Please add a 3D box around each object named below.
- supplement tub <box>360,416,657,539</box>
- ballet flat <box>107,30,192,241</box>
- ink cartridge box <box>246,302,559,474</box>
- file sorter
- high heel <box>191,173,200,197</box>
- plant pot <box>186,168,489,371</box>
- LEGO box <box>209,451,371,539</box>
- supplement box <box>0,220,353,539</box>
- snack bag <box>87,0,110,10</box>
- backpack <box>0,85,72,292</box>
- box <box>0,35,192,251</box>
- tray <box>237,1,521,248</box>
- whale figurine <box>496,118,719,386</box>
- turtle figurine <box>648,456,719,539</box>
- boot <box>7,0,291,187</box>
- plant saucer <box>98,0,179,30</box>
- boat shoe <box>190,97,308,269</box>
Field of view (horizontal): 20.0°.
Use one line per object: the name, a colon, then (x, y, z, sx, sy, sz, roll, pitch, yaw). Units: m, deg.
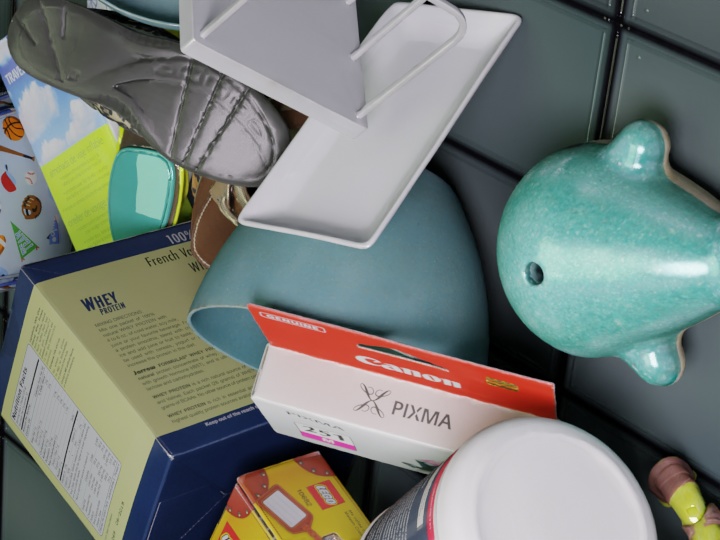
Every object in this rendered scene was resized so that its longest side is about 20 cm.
supplement tub: (0.075, 0.184, 1.222, 0.141, 0.140, 0.200, 63, 148, 14)
ballet flat: (-0.151, -0.103, 1.543, 0.066, 0.067, 0.202, 15, 116, 28)
ink cartridge box: (0.028, 0.087, 1.277, 0.198, 0.174, 0.044, 14, 76, 12)
file sorter: (-0.022, -0.214, 1.241, 0.124, 0.138, 0.201, -34, 46, 37)
high heel: (-0.118, -0.143, 1.490, 0.142, 0.071, 0.201, -27, 93, 45)
plant pot: (0.000, 0.000, 1.339, 0.199, 0.199, 0.136, -3, 65, 51)
LEGO box: (-0.027, 0.251, 1.388, 0.200, 0.077, 0.149, 52, 136, 27)
supplement box: (-0.130, 0.087, 1.492, 0.200, 0.199, 0.135, 46, 134, 29)
snack bag: (-0.153, -0.271, 1.538, 0.199, 0.021, 0.190, 21, 117, 45)
backpack: (-0.344, -0.055, 1.707, 0.154, 0.189, 0.202, -5, 100, 54)
box: (-0.218, -0.110, 1.639, 0.122, 0.047, 0.201, -24, 90, 51)
tray: (0.016, -0.089, 1.275, 0.107, 0.201, 0.022, 11, 145, 38)
whale figurine: (0.161, -0.006, 1.184, 0.199, 0.103, 0.161, 11, 110, 48)
turtle figurine: (0.206, 0.196, 1.196, 0.161, 0.064, 0.201, 43, 111, 44)
boot: (-0.127, -0.126, 1.384, 0.202, 0.154, 0.074, 27, 99, 4)
plant saucer: (-0.111, -0.233, 1.371, 0.201, 0.199, 0.028, 52, 156, 25)
boat shoe: (-0.073, -0.061, 1.425, 0.075, 0.072, 0.200, 32, 133, -3)
